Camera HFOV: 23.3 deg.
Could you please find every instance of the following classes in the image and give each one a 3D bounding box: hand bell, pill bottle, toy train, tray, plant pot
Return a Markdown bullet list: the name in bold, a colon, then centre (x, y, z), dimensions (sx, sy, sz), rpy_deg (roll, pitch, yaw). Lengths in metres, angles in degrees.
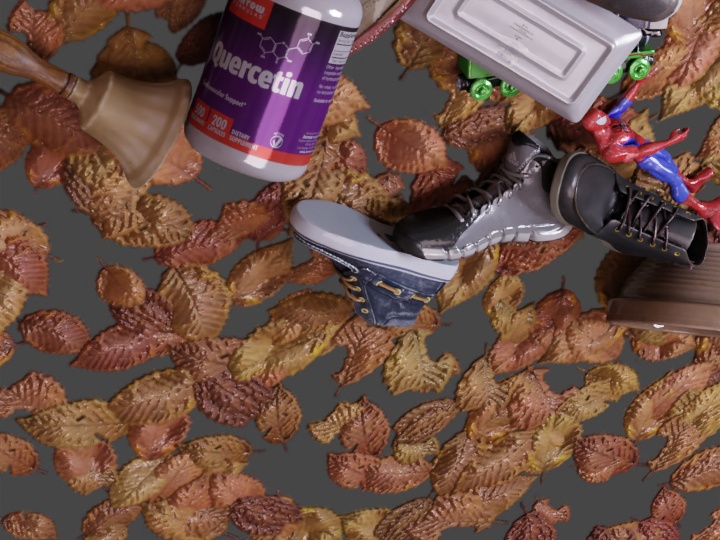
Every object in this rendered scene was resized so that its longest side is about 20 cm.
- **hand bell**: centre (-0.253, -0.158, 1.463), dimensions (0.199, 0.104, 0.104), rpy_deg (26, 117, -23)
- **pill bottle**: centre (-0.068, -0.183, 1.463), dimensions (0.112, 0.112, 0.201), rpy_deg (12, 107, -30)
- **toy train**: centre (0.182, -0.199, 1.621), dimensions (0.199, 0.042, 0.057), rpy_deg (-9, 121, -15)
- **tray**: centre (0.142, -0.216, 1.549), dimensions (0.199, 0.022, 0.108), rpy_deg (29, 118, -13)
- **plant pot**: centre (0.360, 0.020, 1.817), dimensions (0.200, 0.201, 0.093), rpy_deg (9, 86, -28)

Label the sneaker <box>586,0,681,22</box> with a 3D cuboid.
- **sneaker**: centre (0.185, -0.265, 1.483), dimensions (0.199, 0.082, 0.077), rpy_deg (30, 122, -6)

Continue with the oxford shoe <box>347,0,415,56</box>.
- **oxford shoe**: centre (0.021, -0.256, 1.501), dimensions (0.200, 0.070, 0.075), rpy_deg (-41, 97, 24)

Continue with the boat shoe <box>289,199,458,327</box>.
- **boat shoe**: centre (0.000, 0.000, 1.694), dimensions (0.199, 0.071, 0.091), rpy_deg (18, 117, -36)

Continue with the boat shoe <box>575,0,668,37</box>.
- **boat shoe**: centre (0.230, -0.299, 1.533), dimensions (0.092, 0.075, 0.201), rpy_deg (0, 120, -1)

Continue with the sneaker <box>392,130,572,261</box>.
- **sneaker**: centre (0.124, -0.081, 1.684), dimensions (0.199, 0.075, 0.116), rpy_deg (-11, 128, -27)

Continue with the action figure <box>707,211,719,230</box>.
- **action figure**: centre (0.453, -0.094, 1.775), dimensions (0.065, 0.099, 0.200), rpy_deg (29, 112, -39)

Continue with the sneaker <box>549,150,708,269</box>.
- **sneaker**: centre (0.266, -0.060, 1.700), dimensions (0.200, 0.106, 0.075), rpy_deg (24, 84, -55)

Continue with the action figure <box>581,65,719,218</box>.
- **action figure**: centre (0.301, -0.130, 1.712), dimensions (0.199, 0.065, 0.099), rpy_deg (22, 125, -36)
